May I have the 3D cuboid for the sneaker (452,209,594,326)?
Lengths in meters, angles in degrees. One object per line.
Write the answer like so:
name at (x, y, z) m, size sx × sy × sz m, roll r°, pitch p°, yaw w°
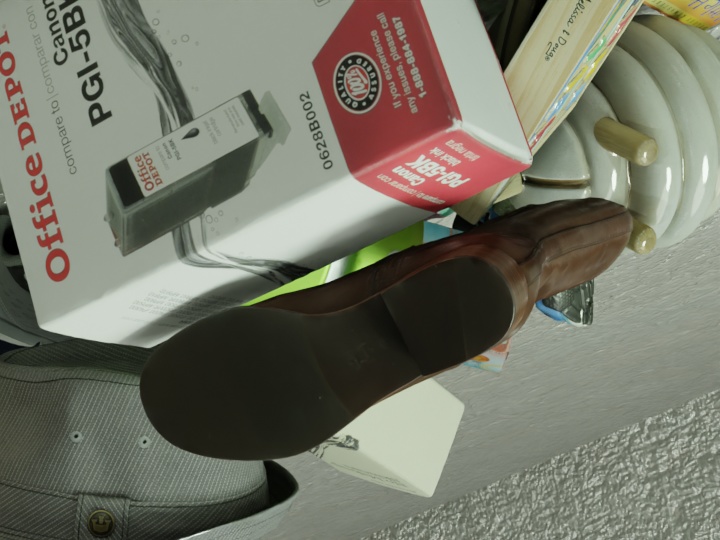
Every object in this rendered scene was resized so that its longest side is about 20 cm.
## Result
sneaker at (0.108, -0.016, 1.047) m, size 0.089 × 0.079 × 0.200 m, roll -4°, pitch -159°, yaw -1°

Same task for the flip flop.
flip flop at (0.070, -0.132, 0.745) m, size 0.081 × 0.057 × 0.200 m, roll -54°, pitch -179°, yaw -3°

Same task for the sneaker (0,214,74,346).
sneaker at (-0.132, 0.017, 0.900) m, size 0.199 × 0.075 × 0.116 m, roll 17°, pitch 147°, yaw -16°

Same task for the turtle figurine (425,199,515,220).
turtle figurine at (0.107, -0.071, 0.939) m, size 0.199 × 0.101 × 0.150 m, roll -12°, pitch 155°, yaw 20°

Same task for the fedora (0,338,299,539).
fedora at (-0.131, 0.085, 0.806) m, size 0.199 × 0.091 × 0.177 m, roll 3°, pitch -170°, yaw 11°

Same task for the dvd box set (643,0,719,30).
dvd box set at (0.232, -0.190, 0.781) m, size 0.199 × 0.030 × 0.146 m, roll -27°, pitch 164°, yaw 28°

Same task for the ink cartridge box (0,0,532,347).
ink cartridge box at (-0.052, -0.073, 0.632) m, size 0.199 × 0.148 × 0.083 m, roll -25°, pitch 163°, yaw 22°

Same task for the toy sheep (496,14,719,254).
toy sheep at (0.141, -0.070, 0.823) m, size 0.199 × 0.139 × 0.138 m, roll -16°, pitch 166°, yaw -27°

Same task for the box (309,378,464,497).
box at (-0.016, 0.073, 0.936) m, size 0.082 × 0.069 × 0.200 m, roll 12°, pitch 163°, yaw 33°

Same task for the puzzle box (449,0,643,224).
puzzle box at (0.107, -0.122, 0.654) m, size 0.133 × 0.025 × 0.200 m, roll -48°, pitch 172°, yaw -48°

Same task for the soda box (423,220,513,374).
soda box at (0.000, 0.000, 0.933) m, size 0.199 × 0.069 × 0.064 m, roll 16°, pitch 166°, yaw 5°

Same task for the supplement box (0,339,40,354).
supplement box at (-0.250, 0.112, 1.046) m, size 0.199 × 0.135 × 0.200 m, roll -15°, pitch 167°, yaw 18°

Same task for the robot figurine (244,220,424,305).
robot figurine at (-0.057, -0.028, 0.775) m, size 0.199 × 0.177 × 0.116 m, roll 16°, pitch 163°, yaw -15°

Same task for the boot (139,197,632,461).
boot at (0.020, 0.017, 0.700) m, size 0.185 × 0.065 × 0.200 m, roll -16°, pitch -174°, yaw 24°
